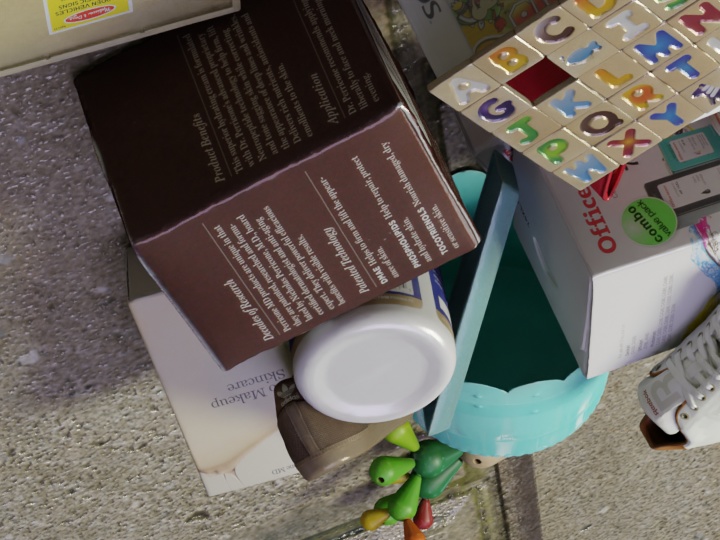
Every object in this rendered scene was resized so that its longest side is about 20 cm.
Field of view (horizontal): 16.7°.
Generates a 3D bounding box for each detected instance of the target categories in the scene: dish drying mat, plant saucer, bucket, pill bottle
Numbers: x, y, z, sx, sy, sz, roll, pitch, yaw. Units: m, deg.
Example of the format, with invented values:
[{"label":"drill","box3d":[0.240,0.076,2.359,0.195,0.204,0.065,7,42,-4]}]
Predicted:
[{"label":"dish drying mat","box3d":[0.113,-0.139,1.634,0.018,0.200,0.077,-26,151,-25]},{"label":"plant saucer","box3d":[0.078,0.018,1.737,0.019,0.070,0.201,13,112,-8]},{"label":"bucket","box3d":[0.107,0.036,1.895,0.207,0.208,0.135,-18,150,-8]},{"label":"pill bottle","box3d":[0.000,0.000,1.750,0.115,0.200,0.116,-4,137,-4]}]

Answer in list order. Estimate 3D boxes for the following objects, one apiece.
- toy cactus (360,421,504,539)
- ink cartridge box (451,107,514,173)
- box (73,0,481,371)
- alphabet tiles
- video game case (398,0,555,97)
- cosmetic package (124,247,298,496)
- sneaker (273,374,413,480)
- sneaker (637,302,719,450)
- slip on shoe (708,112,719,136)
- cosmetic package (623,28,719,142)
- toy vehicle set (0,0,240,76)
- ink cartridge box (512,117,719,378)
[{"label":"toy cactus","box3d":[0.084,0.166,2.185,0.165,0.102,0.200,-13,140,-34]},{"label":"ink cartridge box","box3d":[0.177,-0.136,1.787,0.200,0.084,0.144,-31,148,12]},{"label":"box","box3d":[-0.055,-0.074,1.636,0.200,0.166,0.164,-26,141,6]},{"label":"alphabet tiles","box3d":[0.166,-0.128,1.490,0.200,0.008,0.167,-32,142,26]},{"label":"video game case","box3d":[0.102,-0.230,1.507,0.200,0.182,0.023,-28,163,8]},{"label":"cosmetic package","box3d":[-0.099,0.065,1.845,0.103,0.073,0.200,-16,125,5]},{"label":"sneaker","box3d":[-0.013,0.096,1.811,0.070,0.076,0.200,-26,-179,13]},{"label":"sneaker","box3d":[0.246,0.077,1.722,0.084,0.073,0.200,-16,152,-17]},{"label":"slip on shoe","box3d":[0.270,-0.184,1.672,0.074,0.201,0.061,18,152,-36]},{"label":"cosmetic package","box3d":[0.228,-0.223,1.581,0.199,0.200,0.123,-23,148,-2]},{"label":"toy vehicle set","box3d":[-0.175,-0.186,1.538,0.199,0.027,0.124,-16,148,-11]},{"label":"ink cartridge box","box3d":[0.224,-0.045,1.732,0.199,0.147,0.146,-19,150,-8]}]
